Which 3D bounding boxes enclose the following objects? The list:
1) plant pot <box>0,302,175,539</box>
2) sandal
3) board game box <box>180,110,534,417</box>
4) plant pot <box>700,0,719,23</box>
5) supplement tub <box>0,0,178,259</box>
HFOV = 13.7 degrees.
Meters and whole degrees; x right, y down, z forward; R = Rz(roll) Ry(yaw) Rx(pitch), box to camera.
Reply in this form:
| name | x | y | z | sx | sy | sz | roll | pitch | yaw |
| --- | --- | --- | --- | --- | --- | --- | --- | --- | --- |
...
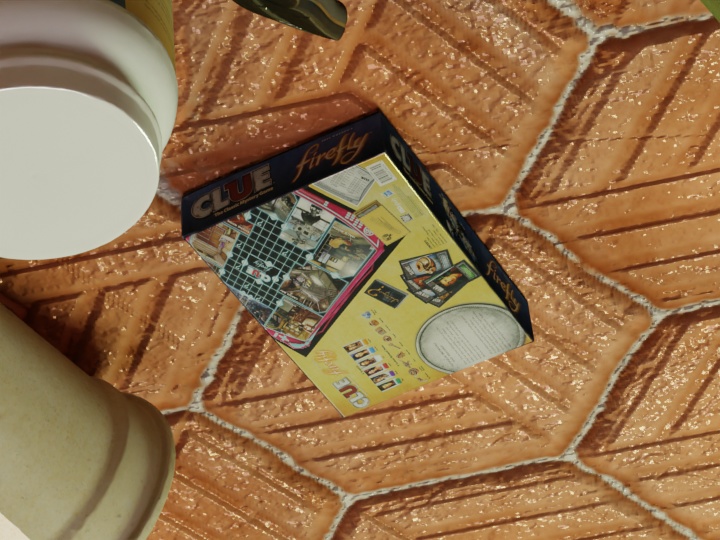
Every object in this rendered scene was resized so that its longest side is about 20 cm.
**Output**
| name | x | y | z | sx | sy | sz | roll | pitch | yaw |
| --- | --- | --- | --- | --- | --- | --- | --- | --- | --- |
| plant pot | -0.241 | 0.094 | 1.753 | 0.200 | 0.201 | 0.184 | -25 | 125 | 21 |
| sandal | -0.044 | -0.165 | 1.529 | 0.081 | 0.055 | 0.200 | 23 | 177 | 19 |
| board game box | 0.000 | 0.000 | 1.776 | 0.135 | 0.035 | 0.200 | -22 | 137 | 17 |
| plant pot | 0.222 | -0.178 | 1.443 | 0.199 | 0.191 | 0.201 | -18 | 147 | -12 |
| supplement tub | -0.164 | -0.120 | 1.492 | 0.144 | 0.201 | 0.145 | -4 | 139 | -3 |
